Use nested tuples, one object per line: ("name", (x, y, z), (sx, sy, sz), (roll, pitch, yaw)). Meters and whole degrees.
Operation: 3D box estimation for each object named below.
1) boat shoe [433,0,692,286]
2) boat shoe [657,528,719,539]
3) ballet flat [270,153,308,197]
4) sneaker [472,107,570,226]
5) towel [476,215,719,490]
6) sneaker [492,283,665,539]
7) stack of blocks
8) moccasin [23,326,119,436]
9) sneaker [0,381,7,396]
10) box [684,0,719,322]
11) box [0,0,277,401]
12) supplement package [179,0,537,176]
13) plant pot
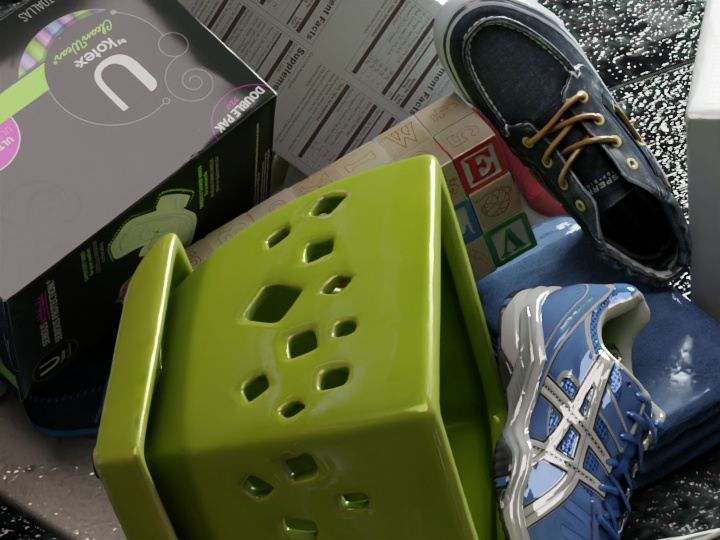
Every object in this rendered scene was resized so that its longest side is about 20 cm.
("boat shoe", (0.123, -0.077, 1.113), (0.071, 0.200, 0.091), (-41, 29, 13))
("boat shoe", (0.180, 0.156, 0.949), (0.198, 0.071, 0.064), (-20, -4, -15))
("ballet flat", (-0.033, -0.050, 1.290), (0.069, 0.070, 0.201), (-3, 34, 8))
("sneaker", (0.115, -0.101, 1.294), (0.073, 0.087, 0.201), (-16, 38, -11))
("towel", (0.143, 0.042, 1.139), (0.111, 0.049, 0.200), (-26, 40, -20))
("sneaker", (0.116, 0.091, 1.013), (0.076, 0.076, 0.202), (-15, 59, 24))
("stack of blocks", (0.000, 0.000, 1.133), (0.199, 0.116, 0.059), (-31, 39, -6))
("moccasin", (-0.116, 0.033, 1.184), (0.198, 0.069, 0.081), (-24, 40, -15))
("sneaker", (-0.321, 0.042, 1.182), (0.198, 0.112, 0.077), (-8, 37, 2))
("box", (0.262, -0.086, 1.191), (0.105, 0.153, 0.201), (3, 39, 16))
("box", (-0.168, -0.057, 1.116), (0.200, 0.125, 0.148), (-40, 70, -24))
("supplement package", (-0.011, -0.165, 1.241), (0.199, 0.151, 0.152), (35, 30, -3))
("plant pot", (-0.025, 0.087, 1.002), (0.179, 0.200, 0.201), (-10, 38, 10))
